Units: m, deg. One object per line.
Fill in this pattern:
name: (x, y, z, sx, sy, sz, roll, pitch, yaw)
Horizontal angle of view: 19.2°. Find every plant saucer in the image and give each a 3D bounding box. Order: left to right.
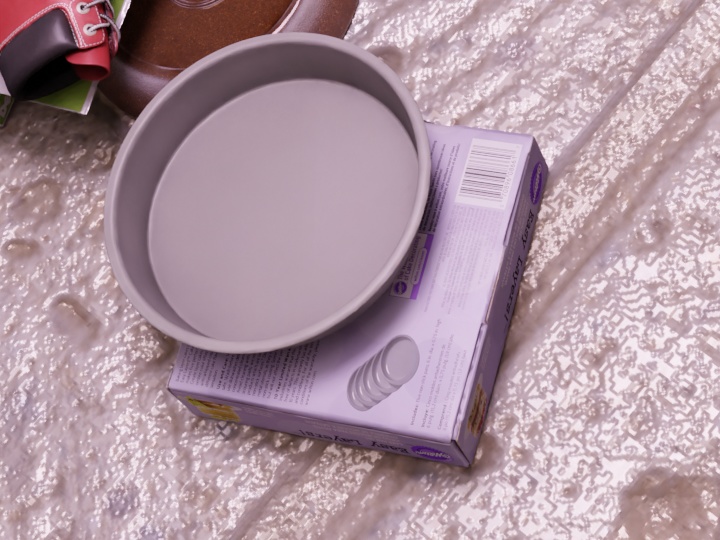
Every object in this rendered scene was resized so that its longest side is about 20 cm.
plant saucer: (-0.097, -0.186, 1.360, 0.198, 0.032, 0.202, -7, 66, 16)

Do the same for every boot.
boot: (-0.154, -0.198, 1.274, 0.200, 0.072, 0.145, -41, 65, 10)

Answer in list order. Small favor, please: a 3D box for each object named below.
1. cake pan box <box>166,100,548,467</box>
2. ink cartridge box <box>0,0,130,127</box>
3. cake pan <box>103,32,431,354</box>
cake pan box: (0.000, 0.000, 1.234, 0.183, 0.052, 0.202, 8, 70, 20)
ink cartridge box: (-0.221, -0.169, 1.365, 0.198, 0.076, 0.149, 15, 76, 23)
cake pan: (-0.050, -0.040, 1.219, 0.198, 0.037, 0.202, -8, 64, 16)
